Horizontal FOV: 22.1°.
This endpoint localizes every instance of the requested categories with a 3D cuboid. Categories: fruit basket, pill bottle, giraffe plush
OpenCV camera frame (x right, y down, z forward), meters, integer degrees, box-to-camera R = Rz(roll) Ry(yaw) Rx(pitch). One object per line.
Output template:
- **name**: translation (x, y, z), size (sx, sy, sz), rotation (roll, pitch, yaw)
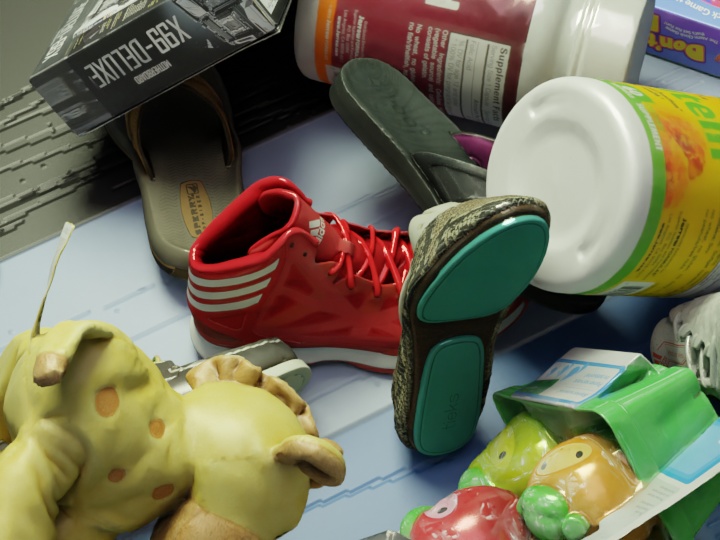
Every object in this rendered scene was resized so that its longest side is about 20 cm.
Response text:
- **fruit basket**: translation (0.079, 0.116, 0.918), size (0.199, 0.185, 0.094), rotation (-27, 99, -17)
- **pill bottle**: translation (0.070, -0.149, 1.108), size (0.199, 0.114, 0.115), rotation (15, 60, 11)
- **pill bottle**: translation (0.175, -0.041, 0.998), size (0.199, 0.111, 0.111), rotation (2, 50, -39)
- **giraffe plush**: translation (-0.099, 0.096, 0.887), size (0.161, 0.201, 0.173), rotation (20, 17, -15)

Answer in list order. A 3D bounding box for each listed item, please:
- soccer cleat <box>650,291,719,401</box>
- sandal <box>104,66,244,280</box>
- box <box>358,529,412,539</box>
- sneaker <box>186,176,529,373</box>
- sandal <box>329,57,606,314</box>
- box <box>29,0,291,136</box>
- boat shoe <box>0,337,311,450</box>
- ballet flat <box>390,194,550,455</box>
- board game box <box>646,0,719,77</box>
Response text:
- **soccer cleat**: translation (0.189, 0.042, 0.952), size (0.085, 0.200, 0.069), rotation (3, 89, 17)
- **sandal**: translation (-0.114, -0.082, 1.107), size (0.081, 0.055, 0.201), rotation (-12, 52, -5)
- **box**: translation (-0.041, 0.218, 0.847), size (0.049, 0.200, 0.162), rotation (31, 58, -22)
- **sneaker**: translation (0.000, 0.000, 1.018), size (0.199, 0.116, 0.079), rotation (-12, 58, -5)
- **sandal**: translation (0.065, -0.053, 1.034), size (0.200, 0.048, 0.075), rotation (44, 36, 9)
- **box**: translation (-0.097, -0.183, 1.092), size (0.157, 0.050, 0.200), rotation (-24, 31, 31)
- **boat shoe**: translation (-0.126, 0.080, 1.000), size (0.200, 0.072, 0.061), rotation (-26, 65, -10)
- **ballet flat**: translation (0.046, 0.013, 0.963), size (0.067, 0.201, 0.076), rotation (-8, 50, -19)
- **board game box**: translation (0.203, -0.203, 1.177), size (0.199, 0.045, 0.135), rotation (21, 62, 15)
